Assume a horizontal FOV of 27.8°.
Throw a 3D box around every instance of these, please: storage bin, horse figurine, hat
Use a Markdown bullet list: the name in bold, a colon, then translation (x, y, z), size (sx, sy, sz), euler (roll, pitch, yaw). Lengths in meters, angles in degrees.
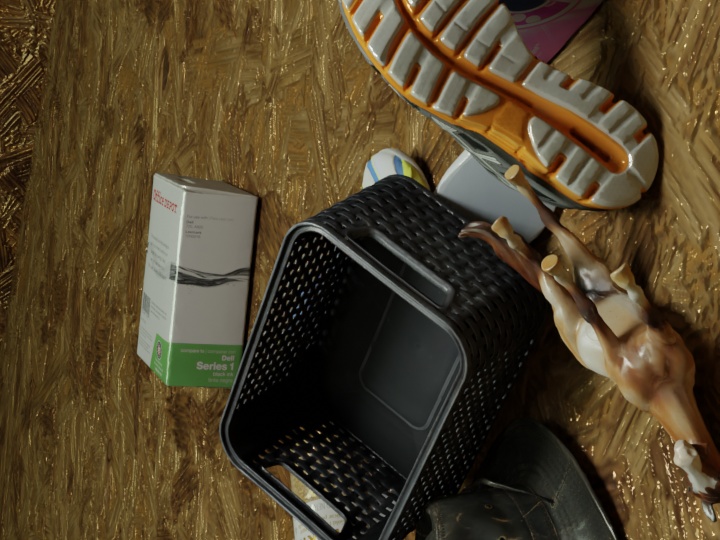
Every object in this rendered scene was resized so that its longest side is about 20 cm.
- **storage bin**: translation (0.011, 0.061, 0.879), size (0.135, 0.094, 0.201), euler (37, 130, 20)
- **horse figurine**: translation (0.119, 0.023, 0.732), size (0.050, 0.133, 0.200), euler (-39, 29, 0)
- **hat**: translation (0.072, 0.181, 0.838), size (0.200, 0.080, 0.202), euler (-175, 90, -68)

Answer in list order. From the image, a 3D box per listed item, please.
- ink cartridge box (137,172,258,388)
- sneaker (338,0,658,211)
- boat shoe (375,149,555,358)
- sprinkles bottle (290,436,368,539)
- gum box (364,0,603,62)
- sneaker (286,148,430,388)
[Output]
- **ink cartridge box**: translation (-0.171, 0.007, 1.507), size (0.146, 0.084, 0.202), euler (-153, 68, -67)
- **sneaker**: translation (0.065, -0.096, 0.787), size (0.078, 0.200, 0.077), euler (-49, 2, -12)
- **boat shoe**: translation (0.068, -0.023, 0.916), size (0.066, 0.070, 0.201), euler (-77, 10, -53)
- **sprinkles bottle**: translation (-0.014, 0.225, 1.076), size (0.068, 0.068, 0.201), euler (125, 143, -54)
- **gum box**: translation (0.087, -0.189, 0.817), size (0.200, 0.113, 0.067), euler (132, 137, -58)
- **sneaker**: translation (0.000, 0.000, 1.026), size (0.076, 0.104, 0.201), euler (127, 141, -55)
